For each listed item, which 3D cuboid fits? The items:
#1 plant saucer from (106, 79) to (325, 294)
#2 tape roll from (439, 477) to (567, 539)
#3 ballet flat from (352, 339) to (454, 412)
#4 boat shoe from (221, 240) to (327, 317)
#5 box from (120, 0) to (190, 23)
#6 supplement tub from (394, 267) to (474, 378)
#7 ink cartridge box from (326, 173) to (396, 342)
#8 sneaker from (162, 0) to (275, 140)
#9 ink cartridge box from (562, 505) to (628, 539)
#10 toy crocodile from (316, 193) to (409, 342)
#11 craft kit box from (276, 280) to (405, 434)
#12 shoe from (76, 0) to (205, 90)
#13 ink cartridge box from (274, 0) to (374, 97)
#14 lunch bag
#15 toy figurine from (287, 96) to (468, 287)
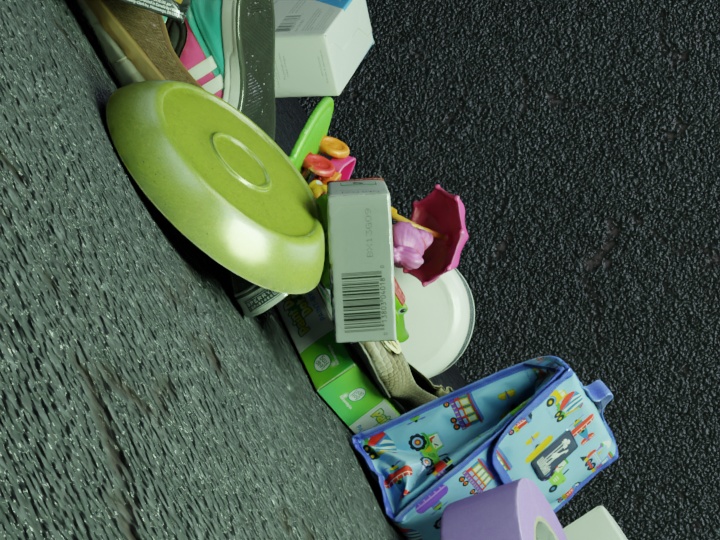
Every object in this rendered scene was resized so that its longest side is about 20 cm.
[{"bbox_3d":[-0.093,-0.069,1.130,0.199,0.031,0.201,39,23,-19],"label":"plant saucer"},{"bbox_3d":[0.127,0.261,1.184,0.200,0.065,0.202,-21,90,-77],"label":"tape roll"},{"bbox_3d":[0.040,0.088,1.330,0.068,0.046,0.200,60,5,37],"label":"ballet flat"},{"bbox_3d":[-0.072,-0.022,1.224,0.064,0.070,0.200,57,6,-8],"label":"boat shoe"},{"bbox_3d":[-0.191,-0.297,1.237,0.131,0.116,0.200,16,23,-22],"label":"box"},{"bbox_3d":[0.050,0.047,1.671,0.141,0.140,0.200,58,4,6],"label":"supplement tub"},{"bbox_3d":[-0.002,-0.015,1.245,0.200,0.050,0.110,-104,-169,-81],"label":"ink cartridge box"},{"bbox_3d":[-0.140,-0.150,1.324,0.083,0.120,0.203,-14,111,-59],"label":"sneaker"},{"bbox_3d":[0.221,0.344,1.440,0.147,0.145,0.200,60,5,39],"label":"ink cartridge box"},{"bbox_3d":[0.000,0.000,1.402,0.200,0.061,0.068,54,5,-46],"label":"toy crocodile"},{"bbox_3d":[-0.016,0.072,1.399,0.200,0.048,0.198,53,4,-49],"label":"craft kit box"},{"bbox_3d":[-0.178,-0.167,1.253,0.201,0.053,0.070,55,31,15],"label":"shoe"},{"bbox_3d":[-0.100,-0.226,1.578,0.115,0.198,0.068,-59,143,-50],"label":"ink cartridge box"},{"bbox_3d":[0.118,0.150,1.296,0.151,0.199,0.094,52,6,-47],"label":"lunch bag"},{"bbox_3d":[0.012,-0.051,1.494,0.182,0.151,0.200,25,25,4],"label":"toy figurine"}]
